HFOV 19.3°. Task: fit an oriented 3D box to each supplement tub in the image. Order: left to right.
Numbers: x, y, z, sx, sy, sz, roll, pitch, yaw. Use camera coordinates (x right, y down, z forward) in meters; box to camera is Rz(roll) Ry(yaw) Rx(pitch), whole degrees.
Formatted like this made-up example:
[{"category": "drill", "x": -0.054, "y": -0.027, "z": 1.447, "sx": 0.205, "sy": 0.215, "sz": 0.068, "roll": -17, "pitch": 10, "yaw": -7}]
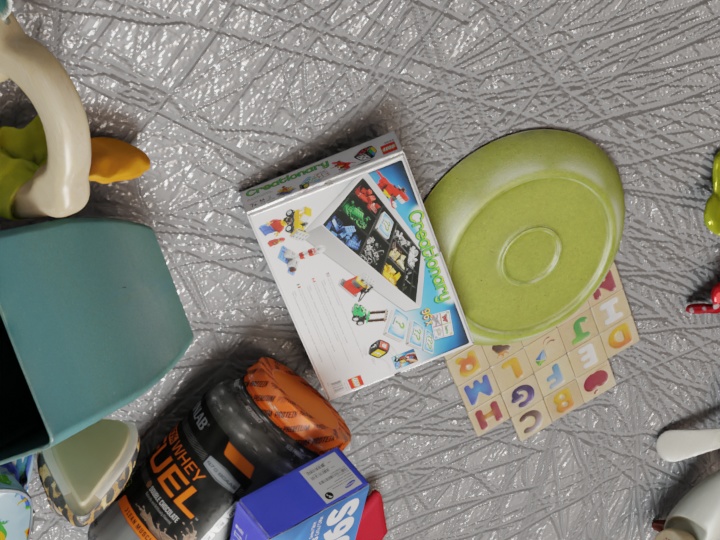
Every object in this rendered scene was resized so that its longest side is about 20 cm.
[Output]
[{"category": "supplement tub", "x": -0.107, "y": 0.171, "z": 1.649, "sx": 0.200, "sy": 0.123, "sz": 0.122, "roll": -48, "pitch": 132, "yaw": 9}]

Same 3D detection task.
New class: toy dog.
[{"category": "toy dog", "x": 0.320, "y": 0.194, "z": 1.947, "sx": 0.132, "sy": 0.096, "sz": 0.200, "roll": 33, "pitch": 89, "yaw": -38}]

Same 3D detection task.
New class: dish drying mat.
[{"category": "dish drying mat", "x": -0.043, "y": 0.274, "z": 1.770, "sx": 0.200, "sy": 0.018, "sz": 0.077, "roll": -50, "pitch": 154, "yaw": -25}]

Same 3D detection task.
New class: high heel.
[{"category": "high heel", "x": -0.204, "y": 0.166, "z": 1.543, "sx": 0.071, "sy": 0.200, "sz": 0.143, "roll": 7, "pitch": 118, "yaw": -9}]

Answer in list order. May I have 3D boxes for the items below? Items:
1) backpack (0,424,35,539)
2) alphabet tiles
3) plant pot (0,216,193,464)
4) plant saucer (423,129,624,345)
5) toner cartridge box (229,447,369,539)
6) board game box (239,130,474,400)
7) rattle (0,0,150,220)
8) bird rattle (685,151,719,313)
[{"category": "backpack", "x": -0.328, "y": 0.188, "z": 1.522, "sx": 0.183, "sy": 0.147, "sz": 0.200, "roll": -5, "pitch": 128, "yaw": -24}, {"category": "alphabet tiles", "x": 0.152, "y": 0.056, "z": 1.789, "sx": 0.166, "sy": 0.006, "sz": 0.200, "roll": -30, "pitch": 132, "yaw": -7}, {"category": "plant pot", "x": -0.218, "y": 0.043, "z": 1.439, "sx": 0.141, "sy": 0.141, "sz": 0.200, "roll": -20, "pitch": -179, "yaw": 34}, {"category": "plant saucer", "x": 0.131, "y": -0.018, "z": 1.701, "sx": 0.200, "sy": 0.031, "sz": 0.200, "roll": -13, "pitch": 126, "yaw": -19}, {"category": "toner cartridge box", "x": -0.056, "y": 0.227, "z": 1.615, "sx": 0.095, "sy": 0.043, "sz": 0.200, "roll": -25, "pitch": 148, "yaw": -29}, {"category": "board game box", "x": 0.000, "y": 0.000, "z": 1.621, "sx": 0.126, "sy": 0.035, "sz": 0.200, "roll": -21, "pitch": 128, "yaw": 0}, {"category": "rattle", "x": -0.205, "y": -0.143, "z": 1.405, "sx": 0.143, "sy": 0.130, "sz": 0.200, "roll": -20, "pitch": 104, "yaw": -29}, {"category": "bird rattle", "x": 0.368, "y": -0.017, "z": 1.793, "sx": 0.163, "sy": 0.113, "sz": 0.200, "roll": -28, "pitch": 134, "yaw": -17}]
